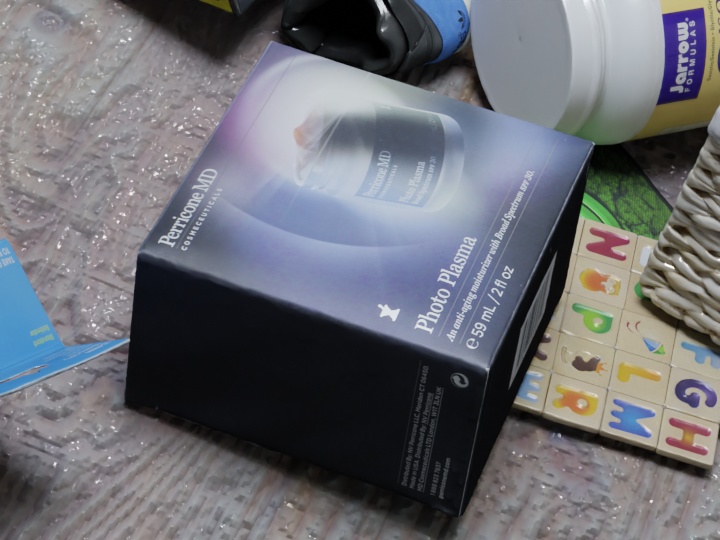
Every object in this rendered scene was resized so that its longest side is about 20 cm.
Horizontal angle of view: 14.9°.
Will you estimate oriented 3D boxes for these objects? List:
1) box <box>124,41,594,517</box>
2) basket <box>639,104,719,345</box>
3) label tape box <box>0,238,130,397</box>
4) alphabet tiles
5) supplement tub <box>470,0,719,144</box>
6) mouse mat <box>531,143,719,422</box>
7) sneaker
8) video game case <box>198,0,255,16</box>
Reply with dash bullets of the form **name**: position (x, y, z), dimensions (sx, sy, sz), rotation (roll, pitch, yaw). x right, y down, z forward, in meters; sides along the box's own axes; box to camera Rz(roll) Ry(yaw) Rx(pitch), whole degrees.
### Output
- **box**: position (0.000, 0.000, 1.502), dimensions (0.198, 0.124, 0.200), rotation (17, 44, 10)
- **basket**: position (0.298, -0.033, 1.591), dimensions (0.198, 0.161, 0.200), rotation (35, 43, 13)
- **label tape box**: position (-0.236, 0.025, 1.363), dimensions (0.199, 0.066, 0.143), rotation (-4, 10, 25)
- **alphabet tiles**: position (0.150, 0.035, 1.595), dimensions (0.199, 0.006, 0.167), rotation (17, 44, 0)
- **supplement tub**: position (0.183, -0.156, 1.703), dimensions (0.199, 0.146, 0.146), rotation (-12, 51, -26)
- **mouse mat**: position (0.139, 0.001, 1.636), dimensions (0.161, 0.008, 0.200), rotation (-17, 53, -30)
- **sneaker**: position (-0.024, -0.194, 1.727), dimensions (0.200, 0.077, 0.111), rotation (43, 40, 16)
- **video game case**: position (-0.089, -0.255, 1.736), dimensions (0.180, 0.026, 0.200), rotation (22, 57, 31)
